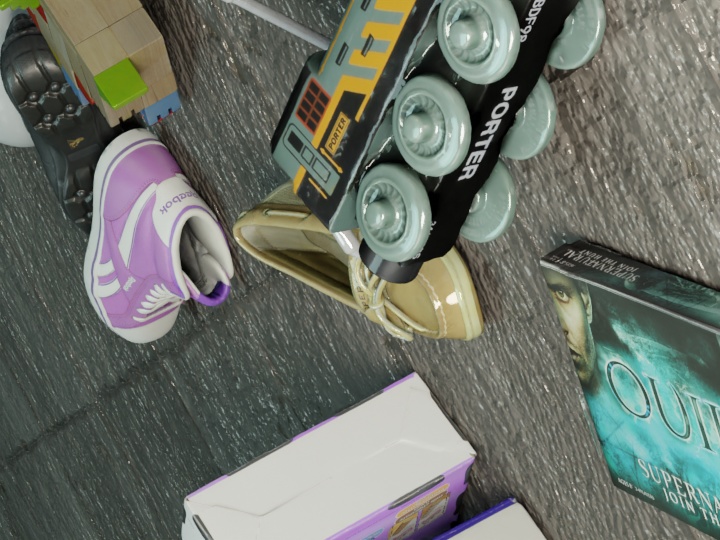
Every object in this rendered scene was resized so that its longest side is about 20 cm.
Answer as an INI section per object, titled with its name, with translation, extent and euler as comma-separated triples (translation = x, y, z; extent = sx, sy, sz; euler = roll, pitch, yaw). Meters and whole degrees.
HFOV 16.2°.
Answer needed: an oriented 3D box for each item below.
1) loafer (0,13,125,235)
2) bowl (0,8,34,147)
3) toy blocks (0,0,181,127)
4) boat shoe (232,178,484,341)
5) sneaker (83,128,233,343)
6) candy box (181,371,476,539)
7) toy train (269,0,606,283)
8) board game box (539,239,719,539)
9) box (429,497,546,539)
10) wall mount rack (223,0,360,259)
[loafer]
translation = -0.198, -0.099, 1.778
extent = 0.201, 0.068, 0.071
euler = 65, -173, -46
[bowl]
translation = -0.278, -0.168, 1.851
extent = 0.201, 0.090, 0.201
euler = 50, 156, 31
[toy blocks]
translation = -0.178, -0.164, 1.640
extent = 0.200, 0.100, 0.137
euler = 55, 170, 21
[boat shoe]
translation = -0.001, -0.002, 1.433
extent = 0.201, 0.063, 0.073
euler = 36, 148, 50
[sneaker]
translation = -0.137, 0.007, 1.765
extent = 0.114, 0.073, 0.201
euler = 46, 155, 29
[candy box]
translation = -0.026, 0.171, 1.563
extent = 0.072, 0.167, 0.200
euler = 54, 158, 22
[toy train]
translation = 0.032, -0.091, 1.152
extent = 0.114, 0.085, 0.200
euler = 47, 131, 28
[board game box]
translation = 0.163, 0.068, 1.179
extent = 0.200, 0.028, 0.136
euler = 23, 138, 59
[box]
translation = 0.026, 0.244, 1.510
extent = 0.105, 0.184, 0.200
euler = 58, 159, 14
[wall mount rack]
translation = 0.000, -0.097, 1.297
extent = 0.174, 0.074, 0.200
euler = 64, 159, -3
